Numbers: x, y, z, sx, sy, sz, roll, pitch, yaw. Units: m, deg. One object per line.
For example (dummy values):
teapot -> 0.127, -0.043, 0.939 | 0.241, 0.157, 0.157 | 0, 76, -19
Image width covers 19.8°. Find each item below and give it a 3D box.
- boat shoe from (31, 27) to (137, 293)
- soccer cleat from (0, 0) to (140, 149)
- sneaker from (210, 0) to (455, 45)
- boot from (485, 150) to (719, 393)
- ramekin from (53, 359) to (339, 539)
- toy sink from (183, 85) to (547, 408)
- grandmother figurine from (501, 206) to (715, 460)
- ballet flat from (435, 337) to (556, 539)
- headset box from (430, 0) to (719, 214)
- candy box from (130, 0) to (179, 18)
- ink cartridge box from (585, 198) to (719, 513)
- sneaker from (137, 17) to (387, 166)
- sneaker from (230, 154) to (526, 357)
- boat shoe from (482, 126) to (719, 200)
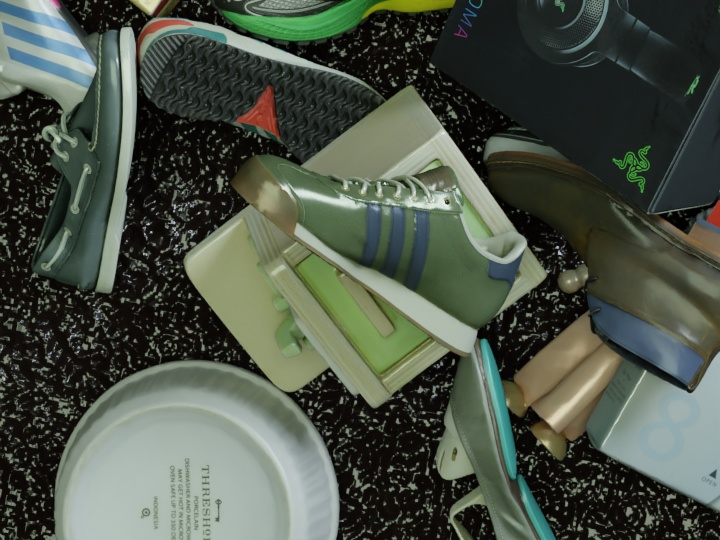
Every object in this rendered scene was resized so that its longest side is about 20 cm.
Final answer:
boat shoe -> -0.183, -0.072, 1.369 | 0.061, 0.073, 0.201 | 7, 126, -7
soccer cleat -> -0.237, -0.171, 1.408 | 0.086, 0.070, 0.201 | -38, 89, 4
sneaker -> -0.008, -0.213, 1.373 | 0.198, 0.078, 0.086 | -14, 134, -1
boot -> 0.153, -0.002, 1.305 | 0.199, 0.075, 0.098 | 24, 81, 20
ramekin -> -0.117, 0.163, 1.395 | 0.200, 0.094, 0.205 | 0, 91, 5
toy sink -> 0.000, 0.000, 1.351 | 0.199, 0.112, 0.131 | -36, 114, 4
grandmother figurine -> 0.187, 0.038, 1.388 | 0.121, 0.061, 0.200 | 44, 97, -6
ballet flat -> 0.083, 0.140, 1.369 | 0.063, 0.068, 0.201 | -17, 113, 9
headset box -> 0.170, -0.154, 1.271 | 0.200, 0.092, 0.175 | 38, 116, 27
candy box -> -0.181, -0.278, 1.408 | 0.200, 0.055, 0.116 | 39, 92, 2
ink cartridge box -> 0.265, 0.062, 1.354 | 0.159, 0.047, 0.201 | 27, 101, -15
sneaker -> -0.062, -0.126, 1.396 | 0.198, 0.094, 0.071 | 18, 110, -23
sneaker -> 0.019, -0.033, 1.251 | 0.200, 0.067, 0.090 | 35, 96, -29
boat shoe -> 0.182, -0.088, 1.377 | 0.197, 0.074, 0.069 | 5, 86, 3
